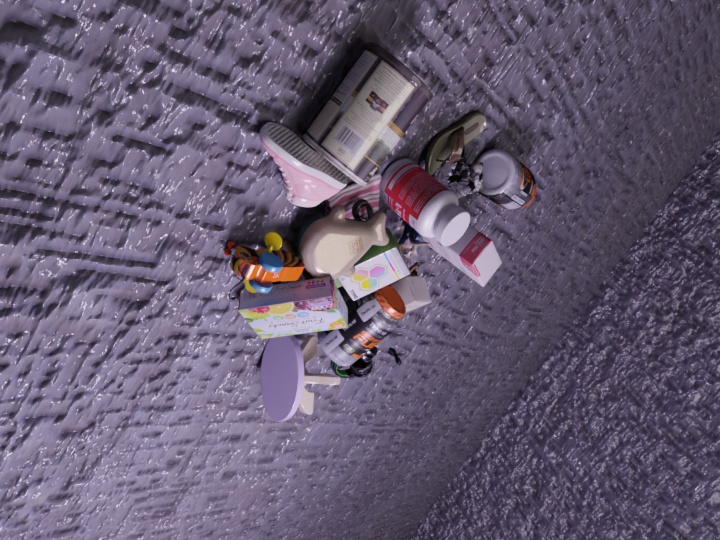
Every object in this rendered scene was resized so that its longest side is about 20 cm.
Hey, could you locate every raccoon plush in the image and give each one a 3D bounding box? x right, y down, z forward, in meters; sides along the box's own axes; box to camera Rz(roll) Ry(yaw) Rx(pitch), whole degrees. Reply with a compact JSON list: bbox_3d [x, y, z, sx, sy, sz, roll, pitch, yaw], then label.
[{"bbox_3d":[0.210,-0.202,1.565,0.198,0.098,0.134,-24,172,21],"label":"raccoon plush"}]

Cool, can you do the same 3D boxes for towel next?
[{"bbox_3d":[-0.014,-0.108,1.407,0.145,0.030,0.202,-31,145,-27],"label":"towel"}]

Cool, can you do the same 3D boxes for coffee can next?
[{"bbox_3d":[0.011,-0.272,1.139,0.201,0.146,0.146,-51,149,9],"label":"coffee can"}]

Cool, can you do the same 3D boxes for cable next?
[{"bbox_3d":[0.034,-0.085,1.418,0.096,0.050,0.201,-31,147,-16],"label":"cable"}]

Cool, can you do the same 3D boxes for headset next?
[{"bbox_3d":[0.016,0.248,1.786,0.197,0.094,0.125,-10,135,-29],"label":"headset"}]

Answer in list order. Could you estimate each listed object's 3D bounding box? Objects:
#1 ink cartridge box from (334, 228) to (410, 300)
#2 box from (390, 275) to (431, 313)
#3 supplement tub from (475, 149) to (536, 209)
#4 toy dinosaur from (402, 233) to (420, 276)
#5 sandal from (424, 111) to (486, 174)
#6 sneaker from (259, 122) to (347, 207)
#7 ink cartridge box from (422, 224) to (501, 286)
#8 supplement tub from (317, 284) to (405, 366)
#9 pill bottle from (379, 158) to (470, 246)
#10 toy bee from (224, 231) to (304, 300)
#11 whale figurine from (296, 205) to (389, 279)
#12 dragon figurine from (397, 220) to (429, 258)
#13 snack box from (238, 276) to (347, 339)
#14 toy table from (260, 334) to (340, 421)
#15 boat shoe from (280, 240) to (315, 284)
[{"bbox_3d":[0.000,0.000,1.417,0.197,0.060,0.104,-25,138,8],"label":"ink cartridge box"},{"bbox_3d":[0.073,0.083,1.606,0.199,0.069,0.081,-29,160,37],"label":"box"},{"bbox_3d":[0.378,-0.229,1.669,0.123,0.122,0.199,-55,149,14],"label":"supplement tub"},{"bbox_3d":[0.069,-0.002,1.588,0.134,0.086,0.201,-28,157,-16],"label":"toy dinosaur"},{"bbox_3d":[0.221,-0.289,1.466,0.200,0.057,0.080,-40,149,-12],"label":"sandal"},{"bbox_3d":[-0.123,-0.176,1.150,0.104,0.076,0.199,-34,140,27],"label":"sneaker"},{"bbox_3d":[0.242,-0.068,1.605,0.085,0.199,0.146,-50,150,-4],"label":"ink cartridge box"},{"bbox_3d":[0.004,0.122,1.514,0.200,0.124,0.122,-41,152,22],"label":"supplement tub"},{"bbox_3d":[0.138,-0.145,1.387,0.111,0.200,0.113,-30,145,-24],"label":"pill bottle"},{"bbox_3d":[-0.196,-0.020,1.210,0.131,0.109,0.200,-50,160,7],"label":"toy bee"},{"bbox_3d":[-0.040,-0.065,1.326,0.197,0.104,0.161,-23,120,-19],"label":"whale figurine"},{"bbox_3d":[0.119,-0.088,1.469,0.200,0.058,0.101,141,-29,-80],"label":"dragon figurine"},{"bbox_3d":[-0.137,0.080,1.344,0.196,0.054,0.143,-8,149,10],"label":"snack box"},{"bbox_3d":[-0.150,0.244,1.511,0.116,0.182,0.204,4,101,-51],"label":"toy table"},{"bbox_3d":[-0.138,0.021,1.361,0.068,0.072,0.201,-18,135,8],"label":"boat shoe"}]
